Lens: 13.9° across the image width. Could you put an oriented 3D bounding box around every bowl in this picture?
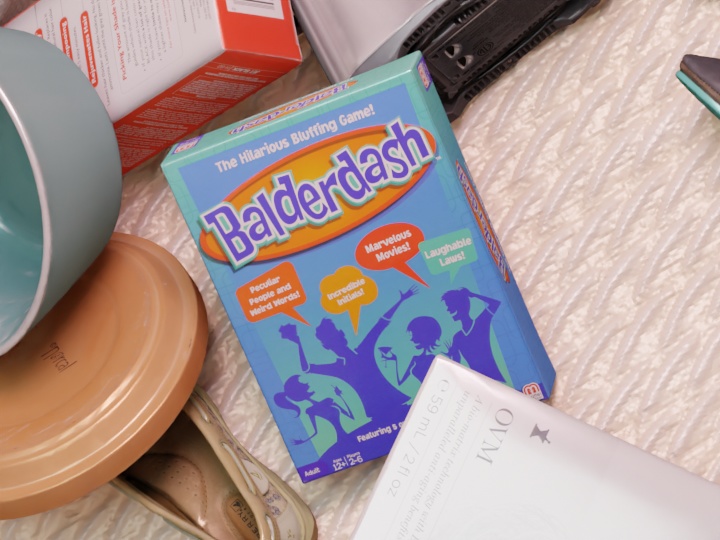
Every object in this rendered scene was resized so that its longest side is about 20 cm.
[{"bbox_3d":[-0.211,-0.058,1.660,0.200,0.105,0.201,18,118,36],"label":"bowl"}]

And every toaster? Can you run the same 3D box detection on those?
[{"bbox_3d":[0.046,-0.177,1.660,0.200,0.114,0.129,-39,65,10],"label":"toaster"}]

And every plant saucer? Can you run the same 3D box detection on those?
[{"bbox_3d":[-0.183,0.053,1.682,0.200,0.032,0.201,-15,45,16],"label":"plant saucer"}]

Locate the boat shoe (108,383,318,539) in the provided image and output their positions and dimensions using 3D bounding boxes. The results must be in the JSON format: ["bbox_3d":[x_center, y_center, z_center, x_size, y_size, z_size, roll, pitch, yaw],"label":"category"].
[{"bbox_3d":[-0.108,0.101,1.673,0.200,0.063,0.073,35,91,25],"label":"boat shoe"}]

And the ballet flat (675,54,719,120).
[{"bbox_3d":[0.257,-0.060,1.579,0.073,0.073,0.200,-44,73,5],"label":"ballet flat"}]

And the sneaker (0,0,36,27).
[{"bbox_3d":[-0.242,-0.177,1.755,0.082,0.074,0.200,39,67,5],"label":"sneaker"}]

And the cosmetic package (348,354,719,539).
[{"bbox_3d":[0.089,0.178,1.526,0.200,0.123,0.200,24,86,6],"label":"cosmetic package"}]

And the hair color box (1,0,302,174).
[{"bbox_3d":[-0.124,-0.129,1.690,0.200,0.061,0.102,-27,67,44],"label":"hair color box"}]

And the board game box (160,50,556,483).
[{"bbox_3d":[0.000,0.000,1.615,0.152,0.045,0.200,-21,103,15],"label":"board game box"}]
